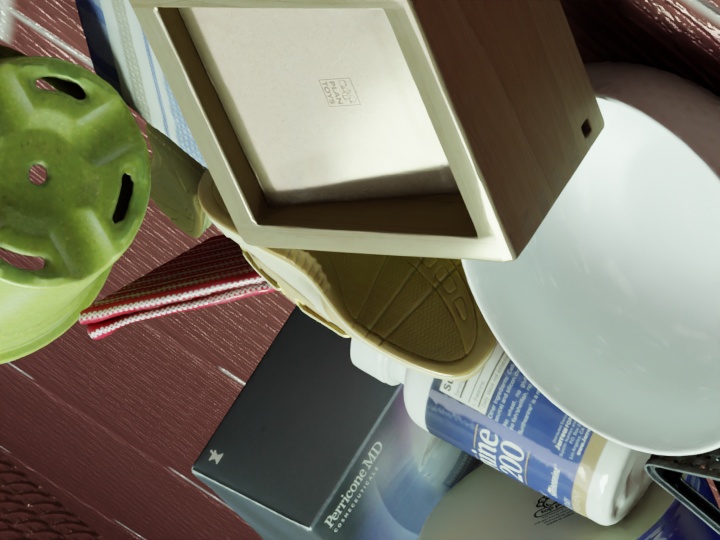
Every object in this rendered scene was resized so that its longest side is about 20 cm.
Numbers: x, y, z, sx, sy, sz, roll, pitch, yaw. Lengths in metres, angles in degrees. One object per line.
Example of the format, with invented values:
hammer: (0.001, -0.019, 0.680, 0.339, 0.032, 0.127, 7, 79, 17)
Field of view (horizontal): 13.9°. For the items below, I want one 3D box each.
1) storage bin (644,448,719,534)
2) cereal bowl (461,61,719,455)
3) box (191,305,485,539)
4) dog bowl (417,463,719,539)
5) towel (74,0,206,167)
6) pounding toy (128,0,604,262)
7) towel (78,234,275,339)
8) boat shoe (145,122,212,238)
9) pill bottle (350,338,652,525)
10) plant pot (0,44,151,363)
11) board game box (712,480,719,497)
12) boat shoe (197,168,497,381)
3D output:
storage bin: (0.275, 0.118, 1.675, 0.135, 0.094, 0.200, 39, 166, -26)
cereal bowl: (0.146, -0.015, 1.442, 0.199, 0.083, 0.201, 28, 135, 32)
box: (0.019, 0.119, 2.026, 0.123, 0.201, 0.198, 22, 163, 39)
dog bowl: (0.139, 0.183, 1.930, 0.200, 0.200, 0.079, 13, 133, 55)
towel: (-0.107, -0.132, 1.601, 0.200, 0.024, 0.148, 36, 145, 50)
pounding toy: (-0.009, -0.123, 1.362, 0.199, 0.142, 0.185, 4, 133, 36)
towel: (-0.069, -0.003, 1.814, 0.144, 0.200, 0.023, -13, 99, 25)
boat shoe: (-0.094, -0.081, 1.914, 0.073, 0.063, 0.201, 43, 161, 8)
pill bottle: (0.097, 0.069, 1.862, 0.199, 0.111, 0.111, 28, 166, 19)
plant pot: (-0.208, -0.049, 1.716, 0.200, 0.201, 0.184, 36, 164, -15)
board game box: (0.293, 0.162, 1.923, 0.135, 0.028, 0.200, 29, 166, 26)
boat shoe: (0.000, 0.000, 1.620, 0.200, 0.074, 0.069, 37, 170, 25)
